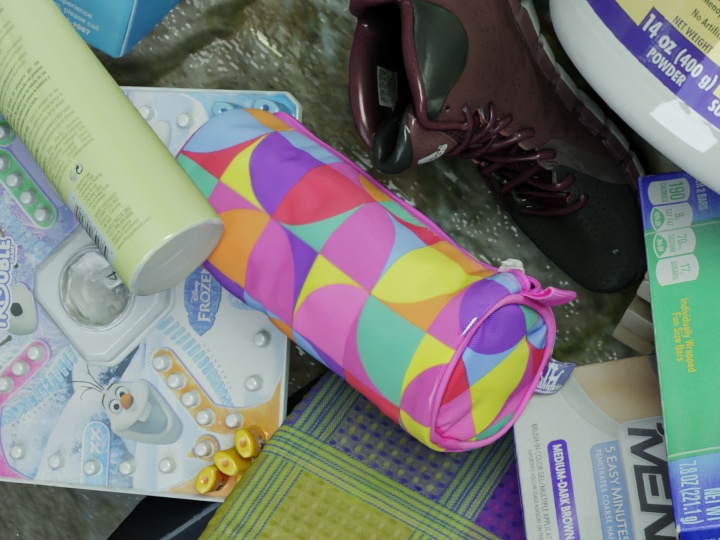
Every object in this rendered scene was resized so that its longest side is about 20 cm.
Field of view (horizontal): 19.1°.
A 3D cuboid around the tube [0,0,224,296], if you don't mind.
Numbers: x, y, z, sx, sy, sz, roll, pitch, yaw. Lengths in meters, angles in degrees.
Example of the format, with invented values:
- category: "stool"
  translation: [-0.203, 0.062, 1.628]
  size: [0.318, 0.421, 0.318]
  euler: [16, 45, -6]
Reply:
- category: "tube"
  translation: [-0.135, -0.080, 0.943]
  size: [0.058, 0.052, 0.200]
  euler: [-42, 72, 8]

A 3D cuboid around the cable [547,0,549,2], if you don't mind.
- category: "cable"
  translation: [0.112, -0.170, 0.852]
  size: [0.163, 0.051, 0.201]
  euler: [-23, 106, 37]

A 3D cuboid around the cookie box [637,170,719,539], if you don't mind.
- category: "cookie box"
  translation: [0.213, 0.034, 0.800]
  size: [0.198, 0.172, 0.075]
  euler: [-9, 140, 10]

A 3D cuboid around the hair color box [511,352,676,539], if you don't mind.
- category: "hair color box"
  translation: [0.166, 0.087, 0.902]
  size: [0.198, 0.110, 0.065]
  euler: [-9, 137, 6]

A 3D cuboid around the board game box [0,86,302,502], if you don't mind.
- category: "board game box"
  translation: [-0.131, 0.009, 1.057]
  size: [0.198, 0.026, 0.202]
  euler: [3, 91, 18]

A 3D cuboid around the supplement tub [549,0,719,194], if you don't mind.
- category: "supplement tub"
  translation: [0.174, -0.129, 0.735]
  size: [0.145, 0.145, 0.200]
  euler: [38, 114, 3]

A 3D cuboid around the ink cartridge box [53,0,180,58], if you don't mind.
- category: "ink cartridge box"
  translation: [-0.125, -0.218, 0.937]
  size: [0.144, 0.085, 0.201]
  euler: [31, 137, 9]

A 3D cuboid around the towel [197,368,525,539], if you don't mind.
- category: "towel"
  translation: [0.025, 0.105, 1.007]
  size: [0.143, 0.200, 0.023]
  euler: [26, 141, 14]

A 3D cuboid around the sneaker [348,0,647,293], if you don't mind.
- category: "sneaker"
  translation: [0.050, -0.052, 0.927]
  size: [0.075, 0.116, 0.201]
  euler: [-19, 111, 41]

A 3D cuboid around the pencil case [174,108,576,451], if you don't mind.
- category: "pencil case"
  translation: [0.000, 0.000, 0.931]
  size: [0.200, 0.088, 0.089]
  euler: [33, 139, 35]

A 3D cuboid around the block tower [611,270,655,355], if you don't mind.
- category: "block tower"
  translation: [0.170, -0.029, 0.909]
  size: [0.054, 0.058, 0.201]
  euler: [31, 134, 8]

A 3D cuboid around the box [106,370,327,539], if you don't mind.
- category: "box"
  translation: [-0.033, 0.193, 1.167]
  size: [0.199, 0.123, 0.200]
  euler: [47, 133, -8]
